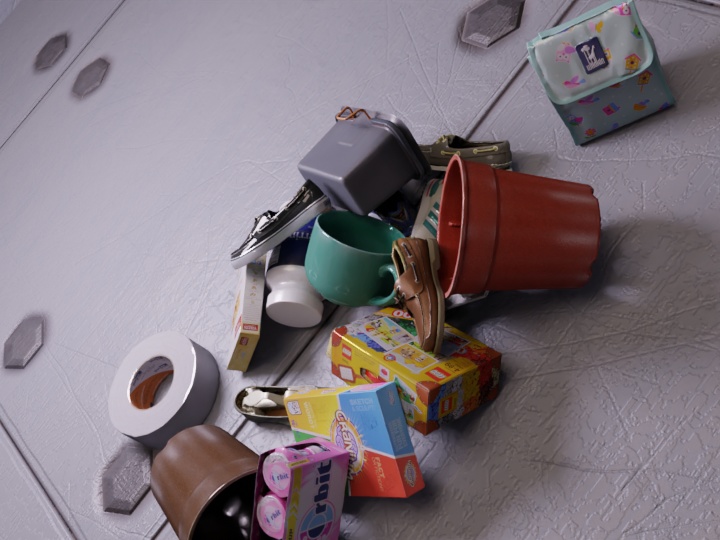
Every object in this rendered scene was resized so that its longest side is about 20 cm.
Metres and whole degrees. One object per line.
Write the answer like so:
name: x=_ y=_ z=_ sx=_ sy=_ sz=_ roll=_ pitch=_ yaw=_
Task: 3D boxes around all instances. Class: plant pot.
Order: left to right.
plant pot: x=-0.205 y=0.337 z=1.356 sx=0.200 sy=0.200 sz=0.198 roll=-53 pitch=39 yaw=-6
plant pot: x=0.219 y=-0.054 z=1.276 sx=0.195 sy=0.201 sz=0.201 roll=4 pitch=58 yaw=-4

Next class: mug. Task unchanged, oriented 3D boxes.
mug: x=-0.010 y=-0.004 z=1.429 sx=0.185 sy=0.152 sz=0.115 roll=-98 pitch=23 yaw=-63

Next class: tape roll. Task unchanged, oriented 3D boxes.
tape roll: x=-0.349 y=0.210 z=1.614 sx=0.200 sy=0.066 sz=0.201 roll=-18 pitch=52 yaw=24

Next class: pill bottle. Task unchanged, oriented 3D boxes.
pill bottle: x=-0.099 y=-0.013 z=1.550 sx=0.116 sy=0.116 sz=0.200 roll=-10 pitch=57 yaw=30

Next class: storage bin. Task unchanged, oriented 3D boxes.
storage bin: x=-0.009 y=-0.178 z=1.480 sx=0.134 sy=0.146 sz=0.200 roll=-44 pitch=33 yaw=-15

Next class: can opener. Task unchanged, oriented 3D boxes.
can opener: x=0.127 y=0.046 z=1.406 sx=0.200 sy=0.067 sz=0.053 roll=-22 pitch=54 yaw=38

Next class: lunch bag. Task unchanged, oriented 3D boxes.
lunch bag: x=0.356 y=-0.305 z=1.366 sx=0.170 sy=0.200 sz=0.122 roll=-22 pitch=51 yaw=21

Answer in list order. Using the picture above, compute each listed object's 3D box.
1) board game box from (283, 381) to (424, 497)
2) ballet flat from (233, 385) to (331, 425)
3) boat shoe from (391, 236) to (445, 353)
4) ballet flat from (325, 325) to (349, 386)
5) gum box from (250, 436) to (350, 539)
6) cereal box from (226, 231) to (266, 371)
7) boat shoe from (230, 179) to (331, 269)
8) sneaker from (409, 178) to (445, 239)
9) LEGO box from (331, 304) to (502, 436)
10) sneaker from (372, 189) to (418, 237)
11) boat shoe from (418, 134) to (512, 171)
board game box: x=-0.013 y=0.240 z=1.286 sx=0.200 sy=0.040 sz=0.153 roll=-14 pitch=94 yaw=46
ballet flat: x=-0.118 y=0.212 z=1.452 sx=0.200 sy=0.064 sz=0.067 roll=-7 pitch=58 yaw=31
boat shoe: x=0.078 y=0.035 z=1.296 sx=0.068 sy=0.072 sz=0.200 roll=5 pitch=45 yaw=-8
ballet flat: x=0.005 y=0.166 z=1.404 sx=0.071 sy=0.071 sz=0.200 roll=-43 pitch=47 yaw=3
gum box: x=-0.086 y=0.332 z=1.256 sx=0.066 sy=0.113 sz=0.200 roll=17 pitch=104 yaw=40
cereal box: x=-0.194 y=0.055 z=1.567 sx=0.144 sy=0.039 sz=0.200 roll=117 pitch=159 yaw=-54
boat shoe: x=-0.138 y=-0.075 z=1.480 sx=0.200 sy=0.057 sz=0.069 roll=-34 pitch=7 yaw=16
sneaker: x=0.140 y=-0.069 z=1.450 sx=0.093 sy=0.070 sz=0.200 roll=-10 pitch=54 yaw=37
LEGO box: x=0.077 y=0.134 z=1.304 sx=0.149 sy=0.077 sz=0.200 roll=-21 pitch=34 yaw=-37
sneaker: x=0.039 y=-0.128 z=1.555 sx=0.075 sy=0.078 sz=0.200 roll=-46 pitch=46 yaw=-1
boat shoe: x=0.160 y=-0.194 z=1.508 sx=0.201 sy=0.072 sz=0.060 roll=14 pitch=115 yaw=35
